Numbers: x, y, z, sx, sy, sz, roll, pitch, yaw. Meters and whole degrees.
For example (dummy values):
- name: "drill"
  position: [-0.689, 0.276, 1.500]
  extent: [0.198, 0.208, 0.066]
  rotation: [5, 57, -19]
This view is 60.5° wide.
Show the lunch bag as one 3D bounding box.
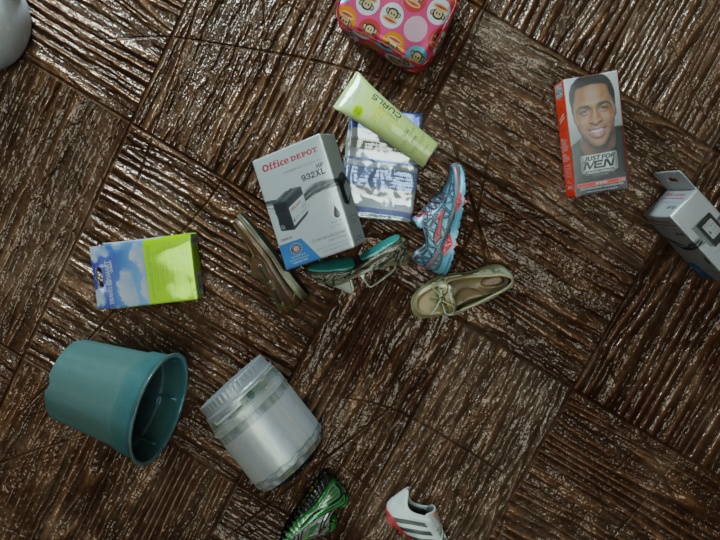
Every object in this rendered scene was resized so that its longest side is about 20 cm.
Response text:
- name: "lunch bag"
  position: [0.068, -0.470, 1.087]
  extent: [0.196, 0.082, 0.180]
  rotation: [29, 95, 0]

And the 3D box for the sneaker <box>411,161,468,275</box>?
- name: "sneaker"
  position: [0.141, -0.098, 1.123]
  extent: [0.092, 0.079, 0.207]
  rotation: [11, 96, 3]

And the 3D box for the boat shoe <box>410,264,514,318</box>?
- name: "boat shoe"
  position: [0.185, 0.037, 1.141]
  extent: [0.195, 0.063, 0.075]
  rotation: [-21, 95, 5]

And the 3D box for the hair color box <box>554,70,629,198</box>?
- name: "hair color box"
  position: [0.413, -0.240, 1.106]
  extent: [0.098, 0.061, 0.207]
  rotation: [-9, 94, 4]

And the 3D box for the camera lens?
- name: "camera lens"
  position: [-0.175, 0.281, 1.130]
  extent: [0.159, 0.160, 0.202]
  rotation: [-38, 93, 5]

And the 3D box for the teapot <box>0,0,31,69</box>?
- name: "teapot"
  position: [-0.701, -0.454, 1.088]
  extent: [0.191, 0.146, 0.206]
  rotation: [18, 97, 1]

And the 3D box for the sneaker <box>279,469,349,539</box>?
- name: "sneaker"
  position: [-0.095, 0.494, 1.190]
  extent: [0.084, 0.078, 0.202]
  rotation: [35, 95, -2]

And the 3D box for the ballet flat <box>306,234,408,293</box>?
- name: "ballet flat"
  position: [0.000, 0.000, 1.149]
  extent: [0.194, 0.068, 0.077]
  rotation: [-19, 110, 2]

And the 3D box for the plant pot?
- name: "plant pot"
  position: [-0.448, 0.225, 1.129]
  extent: [0.190, 0.200, 0.207]
  rotation: [14, 96, 8]

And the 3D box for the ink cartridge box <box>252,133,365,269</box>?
- name: "ink cartridge box"
  position: [-0.091, -0.124, 1.113]
  extent: [0.141, 0.084, 0.206]
  rotation: [-16, 95, 18]

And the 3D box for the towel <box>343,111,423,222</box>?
- name: "towel"
  position: [0.037, -0.195, 1.145]
  extent: [0.142, 0.024, 0.207]
  rotation: [7, 96, 1]

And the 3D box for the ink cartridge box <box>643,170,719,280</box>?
- name: "ink cartridge box"
  position: [0.581, -0.078, 1.088]
  extent: [0.067, 0.116, 0.200]
  rotation: [-44, 92, 7]

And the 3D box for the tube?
- name: "tube"
  position: [0.049, -0.264, 1.107]
  extent: [0.198, 0.058, 0.052]
  rotation: [39, 140, 1]

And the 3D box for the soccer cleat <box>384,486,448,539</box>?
- name: "soccer cleat"
  position: [0.135, 0.503, 1.188]
  extent: [0.199, 0.069, 0.086]
  rotation: [40, 100, 3]

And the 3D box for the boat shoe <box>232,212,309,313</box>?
- name: "boat shoe"
  position: [-0.180, -0.010, 1.147]
  extent: [0.067, 0.072, 0.202]
  rotation: [-37, 93, 4]

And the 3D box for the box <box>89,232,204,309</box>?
- name: "box"
  position: [-0.402, 0.002, 1.169]
  extent: [0.193, 0.048, 0.127]
  rotation: [-6, 95, 3]
